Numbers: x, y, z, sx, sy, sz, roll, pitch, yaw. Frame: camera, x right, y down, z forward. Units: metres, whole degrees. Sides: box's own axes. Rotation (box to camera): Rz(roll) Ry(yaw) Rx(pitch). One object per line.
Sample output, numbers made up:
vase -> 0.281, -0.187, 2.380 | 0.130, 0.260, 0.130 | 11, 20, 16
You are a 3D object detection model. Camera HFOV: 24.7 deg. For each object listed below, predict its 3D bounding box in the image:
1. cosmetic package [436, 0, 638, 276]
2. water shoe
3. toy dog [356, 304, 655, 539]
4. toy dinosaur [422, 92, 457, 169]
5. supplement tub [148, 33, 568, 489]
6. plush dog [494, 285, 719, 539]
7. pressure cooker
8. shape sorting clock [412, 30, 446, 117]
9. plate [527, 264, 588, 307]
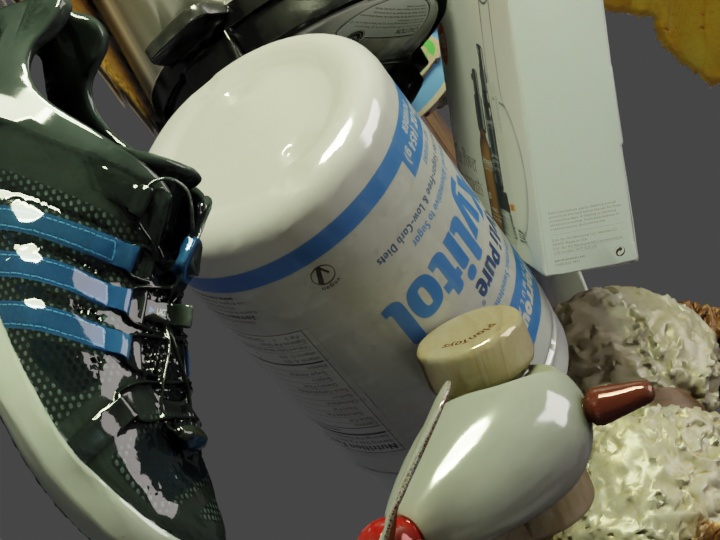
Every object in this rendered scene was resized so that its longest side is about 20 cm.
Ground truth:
cosmetic package -> 0.084, -0.089, 0.856 | 0.200, 0.052, 0.151 | -130, -148, -78
water shoe -> -0.080, -0.001, 0.510 | 0.200, 0.079, 0.071 | 60, 10, 15
toy dog -> 0.055, 0.089, 0.648 | 0.132, 0.096, 0.200 | 50, 40, -28
toy dinosaur -> 0.013, -0.111, 1.094 | 0.105, 0.200, 0.182 | 35, 35, -62
supplement tub -> 0.000, 0.000, 0.773 | 0.200, 0.132, 0.132 | 49, 12, -38
plush dog -> 0.141, 0.088, 0.857 | 0.161, 0.199, 0.172 | 121, -36, -59
pressure cooker -> -0.051, -0.154, 0.887 | 0.200, 0.176, 0.179 | 61, -14, 12
shape sorting clock -> -0.030, -0.167, 1.001 | 0.200, 0.200, 0.039 | 58, -13, 4
plate -> 0.127, 0.029, 1.052 | 0.200, 0.032, 0.200 | 64, 7, -60
